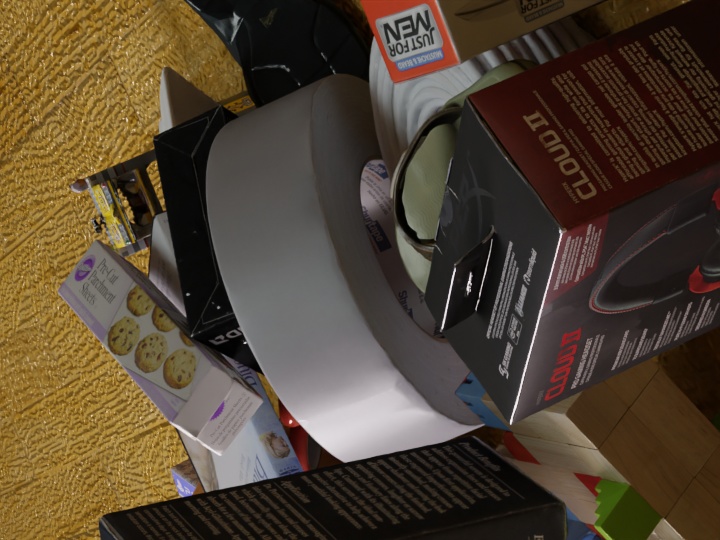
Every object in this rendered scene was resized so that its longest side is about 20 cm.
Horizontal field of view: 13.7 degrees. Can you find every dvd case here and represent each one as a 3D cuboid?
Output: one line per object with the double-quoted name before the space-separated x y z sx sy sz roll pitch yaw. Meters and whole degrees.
"dvd case" -0.077 0.083 1.669 0.143 0.018 0.200 100 148 -53

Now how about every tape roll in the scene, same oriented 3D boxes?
"tape roll" 0.000 0.000 1.570 0.200 0.066 0.200 50 -154 -36

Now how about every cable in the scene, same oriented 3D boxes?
"cable" 0.075 -0.051 1.483 0.200 0.069 0.200 51 155 35

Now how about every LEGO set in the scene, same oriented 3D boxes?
"LEGO set" -0.104 -0.011 1.904 0.154 0.116 0.200 9 121 66

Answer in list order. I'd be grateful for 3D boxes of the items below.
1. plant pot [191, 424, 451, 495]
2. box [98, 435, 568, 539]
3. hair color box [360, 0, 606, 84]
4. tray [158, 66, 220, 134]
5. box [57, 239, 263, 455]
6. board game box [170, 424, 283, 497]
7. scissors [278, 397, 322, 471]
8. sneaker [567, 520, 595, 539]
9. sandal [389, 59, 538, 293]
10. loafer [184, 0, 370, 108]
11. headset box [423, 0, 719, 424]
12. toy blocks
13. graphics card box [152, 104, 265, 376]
"plant pot" 0.011 0.177 1.753 0.140 0.200 0.200 -20 94 53
"box" -0.009 0.179 1.417 0.107 0.200 0.149 -144 48 -63
"hair color box" 0.034 -0.198 1.352 0.064 0.111 0.200 -13 100 58
"tray" -0.060 -0.030 1.711 0.200 0.022 0.108 36 -143 -53
"box" -0.110 0.039 1.616 0.039 0.041 0.200 37 -177 -30
"board game box" -0.027 0.220 2.001 0.159 0.097 0.200 25 136 60
"scissors" -0.016 0.052 1.747 0.200 0.014 0.073 -61 -35 -61
"sneaker" 0.103 0.194 1.574 0.200 0.146 0.081 25 135 60
"sandal" 0.043 -0.041 1.389 0.080 0.057 0.201 61 160 12
"loafer" -0.038 -0.128 1.707 0.200 0.073 0.072 55 -174 17
"headset box" 0.117 -0.031 1.214 0.075 0.200 0.149 56 157 26
"toy blocks" 0.123 0.092 1.447 0.200 0.100 0.137 45 163 -24
"graphics card box" -0.033 0.003 1.645 0.200 0.051 0.126 32 -140 -57
